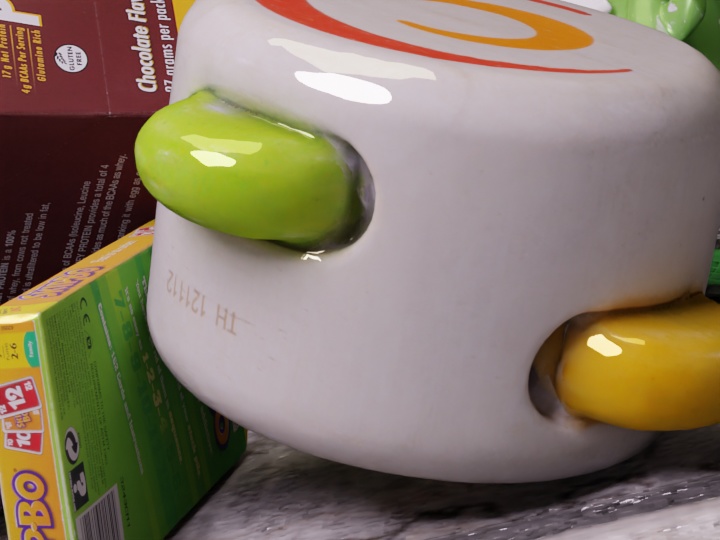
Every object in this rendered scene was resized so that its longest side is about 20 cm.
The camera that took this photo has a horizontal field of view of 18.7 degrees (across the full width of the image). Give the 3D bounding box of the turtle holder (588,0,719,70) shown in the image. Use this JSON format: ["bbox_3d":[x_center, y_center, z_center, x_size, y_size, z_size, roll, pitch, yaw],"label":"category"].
[{"bbox_3d":[0.146,-0.069,1.090,0.131,0.141,0.186,-23,35,33],"label":"turtle holder"}]

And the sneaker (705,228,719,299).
[{"bbox_3d":[0.171,-0.039,0.934,0.199,0.086,0.078,-18,9,-27],"label":"sneaker"}]

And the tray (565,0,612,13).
[{"bbox_3d":[0.026,-0.155,1.095,0.107,0.022,0.200,-21,44,-25],"label":"tray"}]

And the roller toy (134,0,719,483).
[{"bbox_3d":[0.026,-0.014,0.714,0.198,0.141,0.183,8,17,-3],"label":"roller toy"}]

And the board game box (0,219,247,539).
[{"bbox_3d":[-0.077,0.041,0.743,0.030,0.097,0.200,-4,10,15],"label":"board game box"}]

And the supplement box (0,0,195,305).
[{"bbox_3d":[-0.170,-0.057,0.858,0.198,0.134,0.198,-1,-32,-18],"label":"supplement box"}]

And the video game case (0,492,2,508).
[{"bbox_3d":[-0.226,0.091,0.809,0.198,0.036,0.181,-11,15,16],"label":"video game case"}]
